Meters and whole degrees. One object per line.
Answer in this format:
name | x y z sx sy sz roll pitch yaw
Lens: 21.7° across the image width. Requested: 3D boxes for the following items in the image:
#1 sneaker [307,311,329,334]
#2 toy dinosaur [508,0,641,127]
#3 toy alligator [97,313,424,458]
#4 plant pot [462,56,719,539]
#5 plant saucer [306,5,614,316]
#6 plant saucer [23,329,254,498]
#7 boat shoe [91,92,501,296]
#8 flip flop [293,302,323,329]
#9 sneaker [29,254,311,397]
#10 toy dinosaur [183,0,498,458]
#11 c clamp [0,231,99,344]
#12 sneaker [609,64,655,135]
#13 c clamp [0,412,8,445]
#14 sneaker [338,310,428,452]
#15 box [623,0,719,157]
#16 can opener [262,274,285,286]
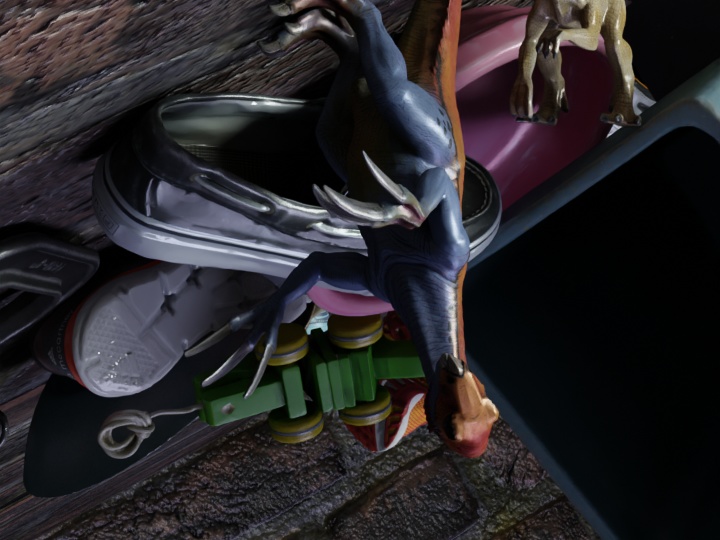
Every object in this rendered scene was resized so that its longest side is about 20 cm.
sneaker | -0.102 0.057 1.305 0.199 0.087 0.077 -34 174 34
toy dinosaur | 0.097 -0.114 0.812 0.058 0.102 0.200 4 -177 18
toy alligator | -0.049 0.058 1.027 0.198 0.060 0.054 -13 -157 -9
plant pot | 0.184 -0.003 0.927 0.196 0.196 0.200 -36 -173 40
plant saucer | 0.043 -0.061 0.950 0.200 0.051 0.201 -31 155 -16
plant saucer | -0.133 0.053 1.126 0.200 0.039 0.201 -33 -160 14
boat shoe | -0.013 -0.035 0.793 0.199 0.073 0.071 -1 153 -34
flip flop | -0.058 0.023 1.214 0.200 0.081 0.058 -38 -167 19
sneaker | -0.103 0.006 1.046 0.081 0.078 0.199 2 -161 44
toy dinosaur | 0.026 -0.028 0.702 0.199 0.182 0.105 -28 174 -26
c clamp | -0.204 0.031 0.865 0.170 0.027 0.200 -37 172 9
sneaker | 0.147 -0.112 1.250 0.199 0.078 0.077 -31 163 -34
c clamp | -0.272 0.114 1.143 0.170 0.027 0.200 -31 174 3
sneaker | 0.047 0.043 1.093 0.077 0.073 0.200 -36 180 -30
box | 0.270 -0.176 1.044 0.199 0.118 0.196 -23 171 -48
can opener | 0.000 0.000 1.055 0.053 0.067 0.199 -23 151 32
